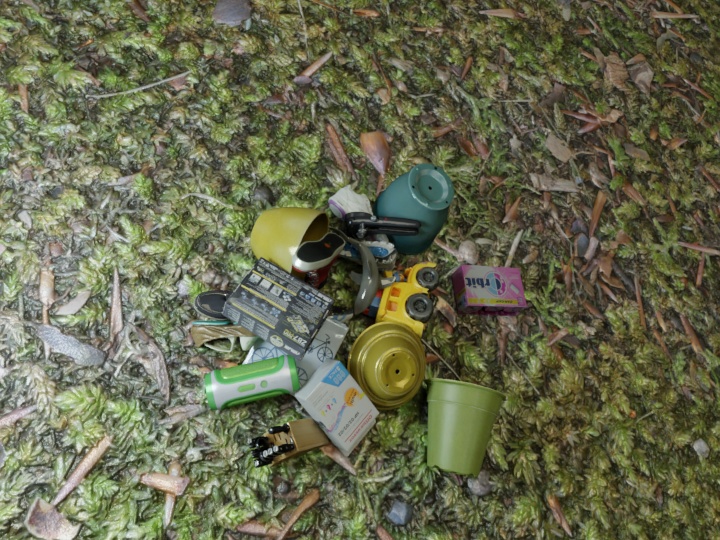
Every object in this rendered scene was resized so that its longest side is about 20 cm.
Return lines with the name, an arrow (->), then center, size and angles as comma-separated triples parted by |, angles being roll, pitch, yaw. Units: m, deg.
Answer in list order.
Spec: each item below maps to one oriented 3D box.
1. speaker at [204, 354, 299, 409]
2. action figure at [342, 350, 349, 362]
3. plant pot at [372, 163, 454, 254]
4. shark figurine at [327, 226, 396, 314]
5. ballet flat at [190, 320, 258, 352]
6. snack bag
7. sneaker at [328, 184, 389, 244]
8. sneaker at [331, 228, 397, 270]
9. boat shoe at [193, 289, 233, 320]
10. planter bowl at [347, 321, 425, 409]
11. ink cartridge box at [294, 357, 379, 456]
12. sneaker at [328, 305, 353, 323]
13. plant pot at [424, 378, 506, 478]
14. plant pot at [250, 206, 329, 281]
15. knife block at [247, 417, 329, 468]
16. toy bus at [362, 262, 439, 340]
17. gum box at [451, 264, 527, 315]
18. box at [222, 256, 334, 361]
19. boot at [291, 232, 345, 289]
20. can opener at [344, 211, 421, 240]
speaker -> -0.232, 0.240, 1.357 | 0.194, 0.089, 0.091 | -11, 70, -9
action figure -> 0.047, 0.238, 1.504 | 0.195, 0.069, 0.133 | 20, 68, -8
plant pot -> 0.150, -0.174, 1.659 | 0.194, 0.188, 0.206 | 8, 64, -17
shark figurine -> 0.006, -0.022, 1.510 | 0.125, 0.090, 0.219 | -21, 71, 1
ballet flat -> -0.280, 0.142, 1.389 | 0.193, 0.068, 0.075 | -6, 92, 6
snack bag -> -0.147, 0.172, 1.420 | 0.185, 0.021, 0.204 | 27, 90, 0
sneaker -> 0.012, -0.145, 1.653 | 0.200, 0.075, 0.100 | 44, 65, 2
sneaker -> 0.001, -0.041, 1.612 | 0.195, 0.087, 0.076 | 20, 66, 16
boat shoe -> -0.283, 0.075, 1.447 | 0.194, 0.063, 0.075 | 9, 63, -17
planter bowl -> 0.073, 0.223, 1.427 | 0.194, 0.083, 0.207 | -1, 92, -16
ink cartridge box -> -0.039, 0.309, 1.386 | 0.115, 0.067, 0.202 | -44, 109, -22
sneaker -> -0.106, 0.138, 1.483 | 0.195, 0.072, 0.074 | -21, 109, -16
plant pot -> 0.227, 0.369, 1.457 | 0.195, 0.200, 0.196 | 17, 73, -13
plant pot -> -0.179, -0.069, 1.497 | 0.139, 0.202, 0.203 | 22, 58, 13
knife block -> -0.142, 0.351, 1.311 | 0.195, 0.176, 0.065 | -15, 72, -26
toy bus -> 0.092, 0.069, 1.573 | 0.186, 0.137, 0.204 | 16, 58, 5
gum box -> 0.353, 0.055, 1.704 | 0.194, 0.066, 0.117 | 3, 65, -20
box -> -0.172, 0.078, 1.354 | 0.196, 0.050, 0.163 | 29, 44, 2
boot -> -0.112, 0.005, 1.438 | 0.072, 0.147, 0.199 | 33, 25, 12
can opener -> 0.056, -0.115, 1.569 | 0.193, 0.064, 0.081 | 3, 64, -3
